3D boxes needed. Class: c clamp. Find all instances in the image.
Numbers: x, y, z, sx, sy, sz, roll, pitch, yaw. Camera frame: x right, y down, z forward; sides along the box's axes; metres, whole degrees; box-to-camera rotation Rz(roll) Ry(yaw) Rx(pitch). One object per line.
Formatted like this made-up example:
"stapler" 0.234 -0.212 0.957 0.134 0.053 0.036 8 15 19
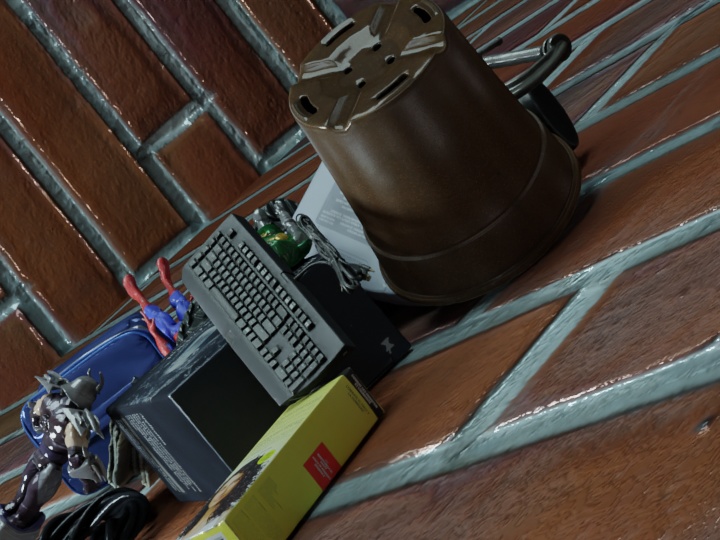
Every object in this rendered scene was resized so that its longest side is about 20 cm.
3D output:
"c clamp" 0.127 -0.191 1.786 0.171 0.027 0.200 -38 20 -25

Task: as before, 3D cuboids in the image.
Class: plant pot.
"plant pot" 0.053 -0.108 1.580 0.200 0.198 0.201 -24 39 21

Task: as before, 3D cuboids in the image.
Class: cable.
"cable" -0.267 0.260 1.747 0.163 0.051 0.200 -29 12 49

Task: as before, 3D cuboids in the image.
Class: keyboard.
"keyboard" -0.064 0.013 1.529 0.127 0.021 0.200 -44 47 1

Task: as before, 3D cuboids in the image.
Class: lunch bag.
"lunch bag" -0.258 0.142 2.042 0.200 0.136 0.132 -37 9 9

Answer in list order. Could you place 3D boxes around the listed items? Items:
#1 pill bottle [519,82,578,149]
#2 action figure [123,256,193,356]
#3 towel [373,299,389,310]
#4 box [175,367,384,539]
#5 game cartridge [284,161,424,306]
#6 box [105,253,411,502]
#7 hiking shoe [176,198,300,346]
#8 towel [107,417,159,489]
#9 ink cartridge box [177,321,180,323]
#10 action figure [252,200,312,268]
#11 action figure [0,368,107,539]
"pill bottle" 0.106 -0.097 1.815 0.200 0.112 0.112 -36 9 21
"action figure" -0.188 0.057 1.954 0.065 0.052 0.200 -24 43 -15
"towel" 0.000 0.000 1.887 0.111 0.049 0.200 3 29 24
"box" -0.060 0.155 1.411 0.075 0.050 0.200 -32 10 39
"game cartridge" 0.019 -0.042 1.758 0.200 0.040 0.134 25 82 45
"box" -0.093 0.095 1.646 0.197 0.117 0.200 -43 10 -23
"hiking shoe" -0.107 0.026 1.897 0.200 0.074 0.087 -52 -19 -12
"towel" -0.160 0.128 1.815 0.200 0.035 0.193 -36 -16 -22
"ink cartridge box" -0.122 0.031 2.217 0.146 0.083 0.200 -36 9 24
"action figure" -0.085 -0.020 1.668 0.118 0.055 0.200 -35 12 -8
"action figure" -0.281 0.176 1.702 0.200 0.069 0.130 -61 28 9
